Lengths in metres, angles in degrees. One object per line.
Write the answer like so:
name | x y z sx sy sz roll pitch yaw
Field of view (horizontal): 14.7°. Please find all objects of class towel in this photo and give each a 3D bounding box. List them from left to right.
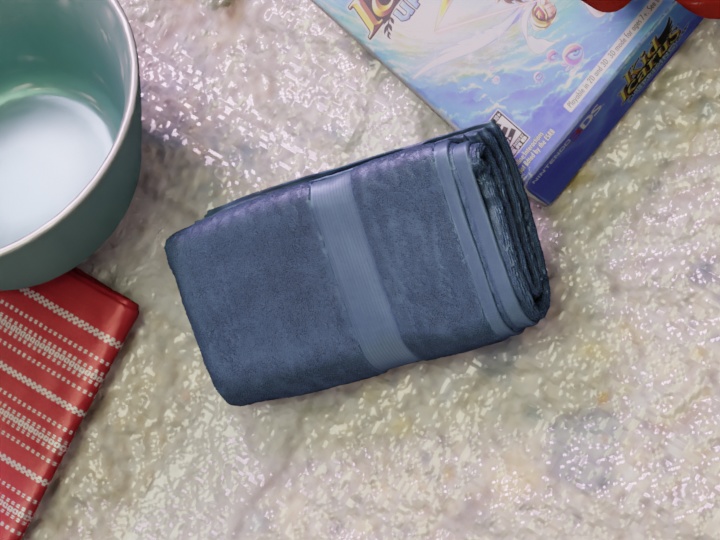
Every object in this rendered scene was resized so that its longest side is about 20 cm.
towel | -0.221 0.076 1.584 0.144 0.022 0.201 28 91 28
towel | 0.000 0.000 1.468 0.199 0.048 0.112 -16 92 27

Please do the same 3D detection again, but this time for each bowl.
bowl | -0.200 -0.069 1.548 0.199 0.105 0.202 -8 62 14

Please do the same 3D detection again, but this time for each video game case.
video game case | 0.095 -0.169 1.481 0.181 0.045 0.200 43 97 28

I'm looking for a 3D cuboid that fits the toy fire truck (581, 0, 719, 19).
toy fire truck | 0.156 -0.233 1.387 0.200 0.112 0.168 -48 45 14
